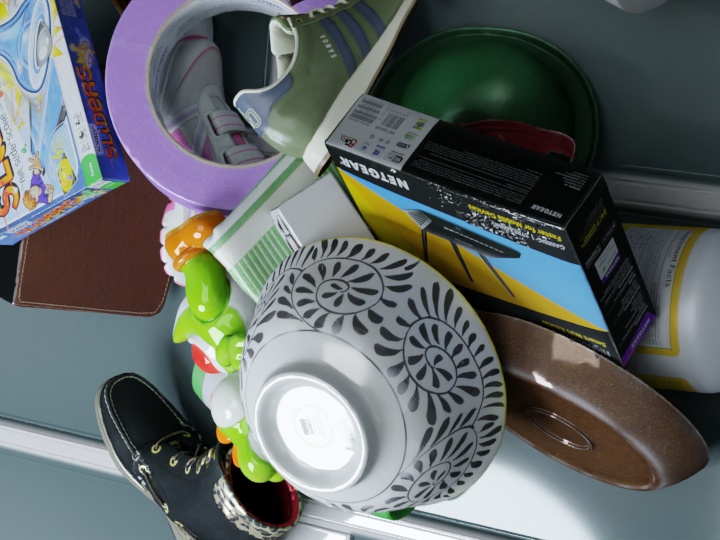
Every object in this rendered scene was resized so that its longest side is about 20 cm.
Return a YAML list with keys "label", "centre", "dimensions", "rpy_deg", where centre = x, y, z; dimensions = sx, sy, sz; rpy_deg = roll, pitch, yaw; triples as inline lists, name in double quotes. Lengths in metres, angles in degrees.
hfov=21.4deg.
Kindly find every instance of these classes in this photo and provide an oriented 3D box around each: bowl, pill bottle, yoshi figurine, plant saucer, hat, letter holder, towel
- label: "bowl"
  centre: [-0.011, 0.089, 1.271]
  dimensions: [0.199, 0.094, 0.202]
  rpy_deg: [14, 120, 26]
- label: "pill bottle"
  centre: [0.209, 0.025, 1.320]
  dimensions: [0.198, 0.112, 0.113]
  rpy_deg: [5, 96, 31]
- label: "yoshi figurine"
  centre: [-0.072, 0.053, 1.420]
  dimensions: [0.112, 0.111, 0.202]
  rpy_deg: [123, 132, -68]
- label: "plant saucer"
  centre: [0.145, 0.098, 1.322]
  dimensions: [0.199, 0.201, 0.035]
  rpy_deg: [22, 71, 28]
- label: "hat"
  centre: [0.086, -0.133, 1.313]
  dimensions: [0.198, 0.176, 0.167]
  rpy_deg: [18, 71, 17]
- label: "letter holder"
  centre: [-0.225, -0.071, 1.595]
  dimensions: [0.100, 0.141, 0.202]
  rpy_deg: [18, 101, 61]
- label: "towel"
  centre: [0.000, 0.000, 1.403]
  dimensions: [0.200, 0.153, 0.023]
  rpy_deg: [45, 161, -8]

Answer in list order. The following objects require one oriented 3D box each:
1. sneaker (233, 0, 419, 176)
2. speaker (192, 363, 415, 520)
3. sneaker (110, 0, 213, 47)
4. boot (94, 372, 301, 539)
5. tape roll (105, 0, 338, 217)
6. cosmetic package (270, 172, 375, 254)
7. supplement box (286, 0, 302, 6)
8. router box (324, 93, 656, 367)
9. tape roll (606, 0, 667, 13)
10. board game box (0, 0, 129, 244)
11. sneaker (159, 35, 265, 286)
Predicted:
- label: "sneaker"
  centre: [-0.021, -0.170, 1.389]
  dimensions: [0.089, 0.201, 0.067]
  rpy_deg: [29, 154, -1]
- label: "speaker"
  centre: [-0.035, 0.114, 1.490]
  dimensions: [0.199, 0.088, 0.089]
  rpy_deg: [30, 108, 26]
- label: "sneaker"
  centre: [-0.175, -0.267, 1.550]
  dimensions: [0.072, 0.084, 0.202]
  rpy_deg: [-20, 82, 32]
- label: "boot"
  centre: [-0.127, 0.148, 1.521]
  dimensions: [0.204, 0.073, 0.154]
  rpy_deg: [56, 149, 9]
- label: "tape roll"
  centre: [-0.093, -0.142, 1.464]
  dimensions: [0.198, 0.066, 0.202]
  rpy_deg: [0, 83, 0]
- label: "cosmetic package"
  centre: [0.010, 0.030, 1.344]
  dimensions: [0.050, 0.083, 0.201]
  rpy_deg: [-33, 93, -4]
- label: "supplement box"
  centre: [0.011, -0.288, 1.377]
  dimensions: [0.199, 0.061, 0.109]
  rpy_deg: [-25, 124, 6]
- label: "router box"
  centre: [0.086, -0.027, 1.249]
  dimensions: [0.199, 0.150, 0.051]
  rpy_deg: [22, 65, 37]
- label: "tape roll"
  centre: [0.171, -0.291, 1.268]
  dimensions: [0.139, 0.202, 0.204]
  rpy_deg: [32, 109, 24]
- label: "board game box"
  centre: [-0.263, -0.138, 1.498]
  dimensions: [0.135, 0.034, 0.202]
  rpy_deg: [-25, 75, 32]
- label: "sneaker"
  centre: [-0.111, -0.089, 1.533]
  dimensions: [0.087, 0.081, 0.202]
  rpy_deg: [-1, 99, 27]
